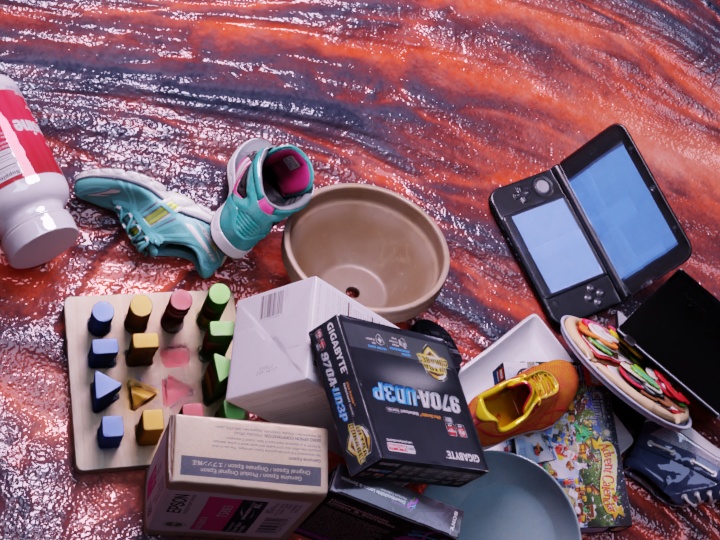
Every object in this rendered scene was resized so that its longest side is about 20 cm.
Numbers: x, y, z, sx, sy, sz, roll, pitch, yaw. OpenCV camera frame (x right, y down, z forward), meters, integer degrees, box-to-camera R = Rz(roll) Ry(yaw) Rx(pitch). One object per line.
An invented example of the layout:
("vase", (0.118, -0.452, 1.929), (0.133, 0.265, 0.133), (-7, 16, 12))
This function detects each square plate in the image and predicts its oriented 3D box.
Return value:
("square plate", (0.201, 0.182, 1.644), (0.197, 0.028, 0.201), (-33, 80, -28))

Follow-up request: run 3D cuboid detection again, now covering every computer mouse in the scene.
("computer mouse", (0.098, 0.135, 1.595), (0.058, 0.034, 0.201), (16, 36, -29))

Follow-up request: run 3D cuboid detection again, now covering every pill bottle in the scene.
("pill bottle", (-0.397, -0.109, 1.535), (0.111, 0.112, 0.202), (-24, 76, -25))

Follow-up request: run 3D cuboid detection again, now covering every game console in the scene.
("game console", (0.287, -0.058, 1.726), (0.171, 0.119, 0.202), (-20, 74, -24))

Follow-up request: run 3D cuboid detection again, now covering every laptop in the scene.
("laptop", (0.413, 0.087, 1.644), (0.187, 0.200, 0.116), (41, 103, 3))

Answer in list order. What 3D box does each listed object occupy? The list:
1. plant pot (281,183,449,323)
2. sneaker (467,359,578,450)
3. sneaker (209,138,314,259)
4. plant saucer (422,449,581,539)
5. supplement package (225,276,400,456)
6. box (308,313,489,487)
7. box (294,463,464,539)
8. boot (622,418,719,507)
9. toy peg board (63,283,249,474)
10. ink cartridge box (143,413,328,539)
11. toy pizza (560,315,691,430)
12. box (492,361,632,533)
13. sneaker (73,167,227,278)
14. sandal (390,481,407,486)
("plant pot", (0.000, 0.000, 1.610), (0.198, 0.093, 0.203), (8, 47, -8))
("sneaker", (0.192, 0.147, 1.544), (0.199, 0.077, 0.073), (-25, 73, -43))
("sneaker", (-0.105, -0.112, 1.593), (0.083, 0.120, 0.201), (40, 34, -24))
("plant saucer", (0.155, 0.303, 1.525), (0.198, 0.039, 0.204), (-2, 85, 23))
("supplement package", (-0.034, 0.110, 1.498), (0.199, 0.120, 0.121), (33, 51, -43))
("box", (0.042, 0.138, 1.415), (0.199, 0.046, 0.161), (17, 48, -50))
("box", (0.013, 0.266, 1.448), (0.141, 0.200, 0.037), (22, 65, -7))
("boot", (0.415, 0.263, 1.659), (0.199, 0.073, 0.091), (34, 66, 9))
("toy peg board", (-0.218, 0.106, 1.505), (0.196, 0.098, 0.203), (-2, 67, -19))
("ink cartridge box", (-0.134, 0.221, 1.422), (0.162, 0.200, 0.076), (6, 64, -14))
("toy pizza", (0.324, 0.115, 1.640), (0.199, 0.032, 0.201), (35, 17, -12))
("box", (0.236, 0.208, 1.606), (0.135, 0.038, 0.203), (1, 67, -17))
("sneaker", (-0.244, -0.058, 1.586), (0.198, 0.078, 0.080), (25, 71, -6))
("sandal", (0.053, 0.160, 1.583), (0.059, 0.079, 0.209), (35, 38, -41))
